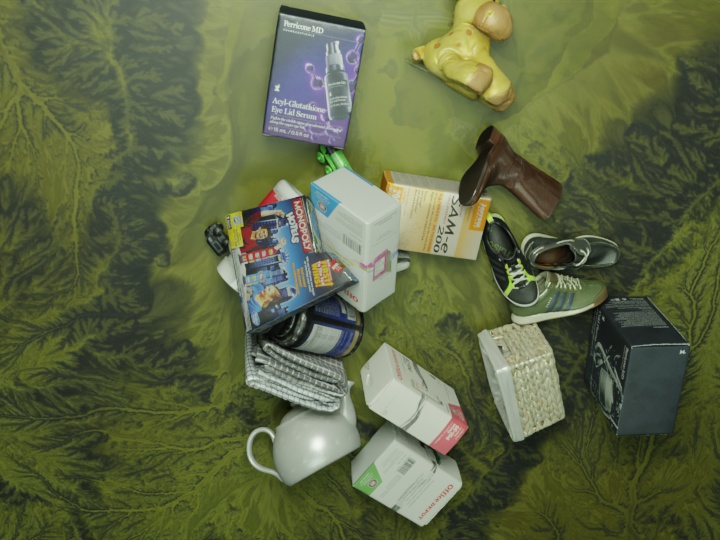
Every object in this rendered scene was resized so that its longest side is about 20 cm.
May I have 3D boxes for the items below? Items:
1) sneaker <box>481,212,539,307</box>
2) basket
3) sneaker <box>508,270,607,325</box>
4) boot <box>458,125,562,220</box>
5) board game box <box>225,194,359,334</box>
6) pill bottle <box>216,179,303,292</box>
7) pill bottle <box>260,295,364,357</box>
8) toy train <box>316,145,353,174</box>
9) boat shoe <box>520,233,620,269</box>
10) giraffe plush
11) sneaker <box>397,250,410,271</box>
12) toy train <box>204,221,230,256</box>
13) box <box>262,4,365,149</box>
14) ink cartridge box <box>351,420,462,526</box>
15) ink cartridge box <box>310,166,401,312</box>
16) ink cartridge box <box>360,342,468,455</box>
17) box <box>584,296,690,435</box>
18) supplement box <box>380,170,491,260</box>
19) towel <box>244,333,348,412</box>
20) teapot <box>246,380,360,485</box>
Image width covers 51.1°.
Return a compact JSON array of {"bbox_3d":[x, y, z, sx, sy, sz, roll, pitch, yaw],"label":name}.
[{"bbox_3d":[0.275,-0.015,1.420,0.071,0.083,0.202,-28,97,10],"label":"sneaker"},{"bbox_3d":[0.325,0.216,1.513,0.121,0.136,0.203,-19,122,1],"label":"basket"},{"bbox_3d":[0.387,0.039,1.485,0.196,0.068,0.091,-16,120,5],"label":"sneaker"},{"bbox_3d":[0.278,-0.138,1.353,0.199,0.188,0.064,37,150,-20],"label":"boot"},{"bbox_3d":[-0.109,-0.013,1.254,0.196,0.062,0.204,-12,85,12],"label":"board game box"},{"bbox_3d":[-0.164,-0.053,1.352,0.112,0.112,0.201,40,95,-20],"label":"pill bottle"},{"bbox_3d":[-0.096,0.091,1.385,0.198,0.112,0.113,18,114,-40],"label":"pill bottle"},{"bbox_3d":[-0.014,-0.144,1.334,0.041,0.056,0.202,-30,89,-22],"label":"toy train"},{"bbox_3d":[0.414,-0.028,1.461,0.196,0.068,0.073,3,112,-8],"label":"boat shoe"},{"bbox_3d":[0.191,-0.383,1.252,0.198,0.172,0.164,32,100,18],"label":"giraffe plush"},{"bbox_3d":[0.000,0.000,1.440,0.196,0.075,0.088,-9,127,6],"label":"sneaker"},{"bbox_3d":[-0.229,-0.003,1.427,0.045,0.034,0.201,-30,113,12],"label":"toy train"},{"bbox_3d":[-0.080,-0.323,1.260,0.145,0.105,0.204,7,114,-8],"label":"box"},{"bbox_3d":[0.099,0.438,1.627,0.199,0.085,0.147,35,107,-19],"label":"ink cartridge box"},{"bbox_3d":[-0.011,-0.052,1.291,0.084,0.144,0.203,-30,142,-32],"label":"ink cartridge box"},{"bbox_3d":[0.106,0.256,1.512,0.199,0.147,0.083,35,106,-19],"label":"ink cartridge box"},{"bbox_3d":[0.542,0.186,1.496,0.121,0.197,0.204,-2,114,-4],"label":"box"},{"bbox_3d":[0.129,-0.102,1.395,0.196,0.074,0.128,7,114,-9],"label":"supplement box"},{"bbox_3d":[-0.122,0.173,1.445,0.197,0.166,0.087,24,108,-17],"label":"towel"},{"bbox_3d":[-0.106,0.333,1.529,0.197,0.198,0.148,-43,73,48],"label":"teapot"}]
